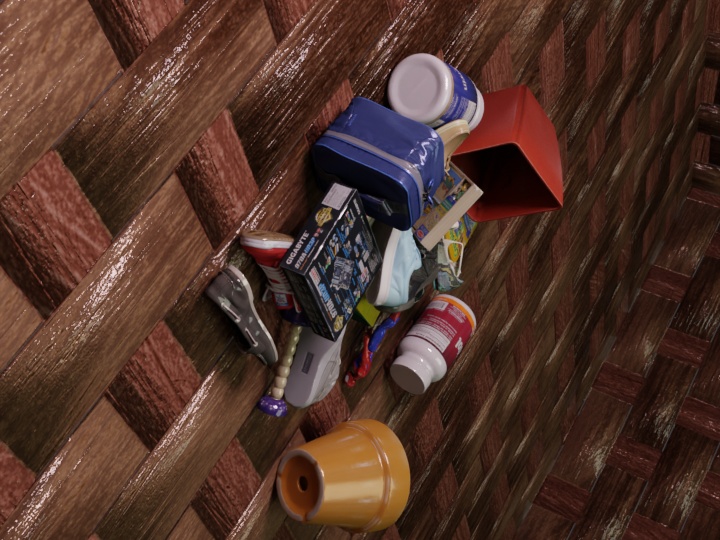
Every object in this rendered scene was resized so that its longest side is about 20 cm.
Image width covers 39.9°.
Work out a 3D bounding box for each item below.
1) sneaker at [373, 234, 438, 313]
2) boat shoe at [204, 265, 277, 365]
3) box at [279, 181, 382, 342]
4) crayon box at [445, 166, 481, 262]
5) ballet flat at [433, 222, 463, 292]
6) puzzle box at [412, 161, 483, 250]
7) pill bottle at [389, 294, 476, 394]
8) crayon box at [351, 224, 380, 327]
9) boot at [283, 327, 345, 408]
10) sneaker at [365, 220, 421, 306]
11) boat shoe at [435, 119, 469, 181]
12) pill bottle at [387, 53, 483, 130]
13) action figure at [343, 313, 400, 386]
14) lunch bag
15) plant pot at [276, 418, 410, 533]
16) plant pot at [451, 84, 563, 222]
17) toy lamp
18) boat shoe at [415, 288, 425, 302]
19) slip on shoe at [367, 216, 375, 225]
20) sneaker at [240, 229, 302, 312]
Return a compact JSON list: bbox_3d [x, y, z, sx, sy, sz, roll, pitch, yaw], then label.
[{"bbox_3d":[0.079,-0.007,1.729,0.199,0.075,0.116,-40,138,-48],"label":"sneaker"},{"bbox_3d":[-0.175,0.077,1.433,0.057,0.067,0.201,-38,138,-21],"label":"boat shoe"},{"bbox_3d":[-0.039,-0.010,1.490,0.160,0.046,0.201,-59,153,-22],"label":"box"},{"bbox_3d":[0.188,-0.101,2.005,0.201,0.051,0.126,-58,151,-22],"label":"crayon box"},{"bbox_3d":[0.160,-0.062,1.887,0.074,0.073,0.203,-19,103,-57],"label":"ballet flat"},{"bbox_3d":[0.129,-0.122,1.711,0.025,0.200,0.133,38,99,-23],"label":"puzzle box"},{"bbox_3d":[0.146,0.153,2.035,0.200,0.112,0.114,-50,148,-33],"label":"pill bottle"},{"bbox_3d":[0.000,0.000,1.717,0.128,0.050,0.200,-62,153,-15],"label":"crayon box"},{"bbox_3d":[-0.064,0.136,1.685,0.202,0.073,0.095,-65,160,9],"label":"boot"},{"bbox_3d":[0.064,-0.039,1.640,0.081,0.074,0.203,8,99,-29],"label":"sneaker"},{"bbox_3d":[0.118,-0.175,1.694,0.200,0.067,0.074,-42,157,29],"label":"boat shoe"},{"bbox_3d":[0.135,-0.293,1.696,0.199,0.115,0.117,4,105,-63],"label":"pill bottle"},{"bbox_3d":[0.023,0.130,1.835,0.202,0.051,0.065,-63,179,12],"label":"action figure"},{"bbox_3d":[0.031,-0.150,1.504,0.133,0.198,0.137,-53,155,-24],"label":"lunch bag"},{"bbox_3d":[-0.043,0.373,1.765,0.182,0.199,0.203,3,106,-47],"label":"plant pot"},{"bbox_3d":[0.270,-0.232,1.884,0.200,0.198,0.178,44,52,-39],"label":"plant pot"},{"bbox_3d":[-0.116,0.130,1.586,0.058,0.058,0.202,0,111,-62],"label":"toy lamp"},{"bbox_3d":[0.100,0.005,1.901,0.075,0.062,0.201,-59,153,-24],"label":"boat shoe"},{"bbox_3d":[-0.033,-0.057,1.613,0.061,0.074,0.202,33,83,-28],"label":"slip on shoe"},{"bbox_3d":[-0.123,0.003,1.462,0.199,0.070,0.114,9,97,-65],"label":"sneaker"}]
